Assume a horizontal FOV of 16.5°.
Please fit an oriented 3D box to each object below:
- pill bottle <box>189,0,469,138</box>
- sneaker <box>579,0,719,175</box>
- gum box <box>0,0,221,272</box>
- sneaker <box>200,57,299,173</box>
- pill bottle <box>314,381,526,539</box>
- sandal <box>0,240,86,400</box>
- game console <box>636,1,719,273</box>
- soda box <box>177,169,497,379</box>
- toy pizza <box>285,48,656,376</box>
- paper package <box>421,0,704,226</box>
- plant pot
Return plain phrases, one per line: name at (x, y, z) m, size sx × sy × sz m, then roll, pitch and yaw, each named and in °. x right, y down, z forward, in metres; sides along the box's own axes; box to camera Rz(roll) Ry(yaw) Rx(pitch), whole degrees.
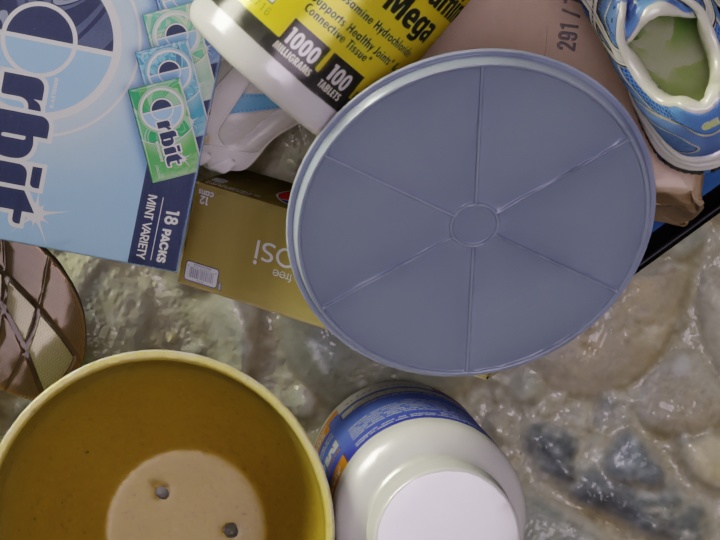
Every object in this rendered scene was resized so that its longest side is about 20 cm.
pill bottle at (0.012, -0.174, 1.307) m, size 0.112 × 0.112 × 0.200 m, roll 39°, pitch 96°, yaw -10°
sneaker at (0.152, -0.151, 1.308) m, size 0.075 × 0.077 × 0.201 m, roll -27°, pitch 77°, yaw 2°
gum box at (-0.182, -0.101, 1.382) m, size 0.199 × 0.045 × 0.171 m, roll 11°, pitch 108°, yaw -8°
sneaker at (-0.101, -0.092, 1.453) m, size 0.199 × 0.077 × 0.081 m, roll -16°, pitch 100°, yaw -2°
pill bottle at (0.034, 0.134, 1.433) m, size 0.111 × 0.200 × 0.113 m, roll -1°, pitch 97°, yaw -6°
sandal at (-0.236, -0.009, 1.462) m, size 0.200 × 0.054 × 0.080 m, roll 41°, pitch 95°, yaw 5°
game console at (0.135, -0.105, 1.454) m, size 0.199 × 0.116 × 0.176 m, roll -35°, pitch 110°, yaw -2°
soda box at (0.000, 0.000, 1.435) m, size 0.199 × 0.068 × 0.064 m, roll 18°, pitch 105°, yaw 18°
toy pizza at (0.058, -0.032, 1.323) m, size 0.199 × 0.032 × 0.201 m, roll -4°, pitch 122°, yaw -7°
paper package at (0.103, -0.133, 1.401) m, size 0.189 × 0.103 × 0.202 m, roll 3°, pitch 82°, yaw 5°
plant pot at (-0.109, 0.150, 1.438) m, size 0.198 × 0.142 × 0.202 m, roll 0°, pitch 85°, yaw 3°
